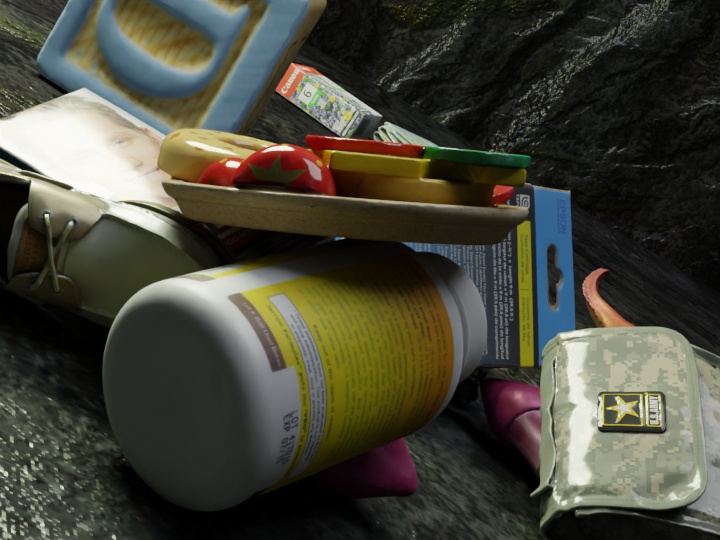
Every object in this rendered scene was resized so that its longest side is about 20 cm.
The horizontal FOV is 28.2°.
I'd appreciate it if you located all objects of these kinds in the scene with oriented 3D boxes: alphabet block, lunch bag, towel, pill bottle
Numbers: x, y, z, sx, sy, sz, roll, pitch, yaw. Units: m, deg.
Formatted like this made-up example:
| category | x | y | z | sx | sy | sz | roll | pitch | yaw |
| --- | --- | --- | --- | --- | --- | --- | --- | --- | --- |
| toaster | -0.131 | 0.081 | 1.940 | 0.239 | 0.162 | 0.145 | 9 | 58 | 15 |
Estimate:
| category | x | y | z | sx | sy | sz | roll | pitch | yaw |
| --- | --- | --- | --- | --- | --- | --- | --- | --- | --- |
| alphabet block | -0.162 | -0.229 | 1.362 | 0.195 | 0.197 | 0.200 | 34 | 11 | -3 |
| lunch bag | 0.210 | 0.135 | 0.975 | 0.199 | 0.118 | 0.164 | 25 | 41 | -15 |
| towel | 0.120 | -0.142 | 2.139 | 0.171 | 0.048 | 0.200 | 45 | 16 | 32 |
| pill bottle | -0.023 | 0.043 | 0.720 | 0.109 | 0.110 | 0.200 | 39 | 32 | 28 |

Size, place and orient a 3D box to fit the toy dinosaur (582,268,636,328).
| category | x | y | z | sx | sy | sz | roll | pitch | yaw |
| --- | --- | --- | --- | --- | --- | --- | --- | --- | --- |
| toy dinosaur | 0.245 | 0.086 | 1.324 | 0.105 | 0.201 | 0.181 | 8 | -8 | -31 |

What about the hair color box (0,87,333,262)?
| category | x | y | z | sx | sy | sz | roll | pitch | yaw |
| --- | --- | --- | --- | --- | --- | --- | --- | --- | --- |
| hair color box | -0.127 | -0.029 | 0.843 | 0.200 | 0.061 | 0.100 | 30 | 34 | 20 |

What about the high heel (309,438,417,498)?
| category | x | y | z | sx | sy | sz | roll | pitch | yaw |
| --- | --- | --- | --- | --- | --- | --- | --- | --- | --- |
| high heel | -0.008 | 0.068 | 0.864 | 0.096 | 0.068 | 0.200 | 22 | 18 | -5 |

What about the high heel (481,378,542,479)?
| category | x | y | z | sx | sy | sz | roll | pitch | yaw |
| --- | --- | --- | --- | --- | --- | --- | --- | --- | --- |
| high heel | 0.181 | 0.131 | 1.116 | 0.199 | 0.067 | 0.096 | 9 | 32 | -37 |

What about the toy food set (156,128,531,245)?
| category | x | y | z | sx | sy | sz | roll | pitch | yaw |
| --- | --- | --- | --- | --- | --- | --- | --- | --- | --- |
| toy food set | -0.006 | -0.045 | 0.755 | 0.197 | 0.049 | 0.200 | 4 | 4 | -12 |

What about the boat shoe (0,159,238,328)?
| category | x | y | z | sx | sy | sz | roll | pitch | yaw |
| --- | --- | --- | --- | --- | --- | --- | --- | --- | --- |
| boat shoe | -0.162 | -0.011 | 0.758 | 0.199 | 0.075 | 0.068 | 17 | 11 | 18 |

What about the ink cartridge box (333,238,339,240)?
| category | x | y | z | sx | sy | sz | roll | pitch | yaw |
| --- | --- | --- | --- | --- | --- | --- | --- | --- | --- |
| ink cartridge box | 0.000 | 0.000 | 1.161 | 0.200 | 0.076 | 0.136 | 22 | 18 | -38 |

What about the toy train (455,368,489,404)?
| category | x | y | z | sx | sy | sz | roll | pitch | yaw |
| --- | --- | --- | --- | --- | --- | --- | --- | --- | --- |
| toy train | 0.091 | 0.064 | 1.221 | 0.034 | 0.046 | 0.200 | 32 | 12 | -4 |

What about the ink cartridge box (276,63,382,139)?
| category | x | y | z | sx | sy | sz | roll | pitch | yaw |
| --- | --- | --- | --- | --- | --- | --- | --- | --- | --- |
| ink cartridge box | -0.071 | -0.263 | 2.098 | 0.200 | 0.050 | 0.109 | 36 | 12 | 10 |

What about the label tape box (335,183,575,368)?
| category | x | y | z | sx | sy | sz | roll | pitch | yaw |
| --- | --- | --- | --- | --- | --- | --- | --- | --- | --- |
| label tape box | 0.074 | 0.003 | 1.086 | 0.199 | 0.145 | 0.063 | 6 | -9 | -41 |
